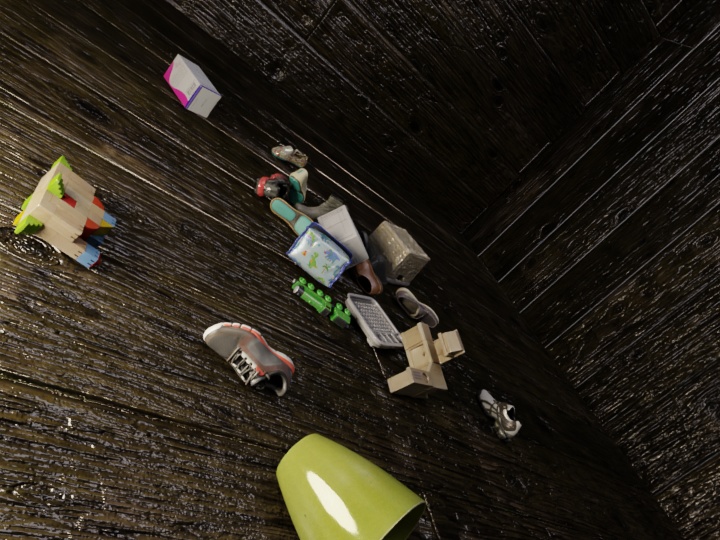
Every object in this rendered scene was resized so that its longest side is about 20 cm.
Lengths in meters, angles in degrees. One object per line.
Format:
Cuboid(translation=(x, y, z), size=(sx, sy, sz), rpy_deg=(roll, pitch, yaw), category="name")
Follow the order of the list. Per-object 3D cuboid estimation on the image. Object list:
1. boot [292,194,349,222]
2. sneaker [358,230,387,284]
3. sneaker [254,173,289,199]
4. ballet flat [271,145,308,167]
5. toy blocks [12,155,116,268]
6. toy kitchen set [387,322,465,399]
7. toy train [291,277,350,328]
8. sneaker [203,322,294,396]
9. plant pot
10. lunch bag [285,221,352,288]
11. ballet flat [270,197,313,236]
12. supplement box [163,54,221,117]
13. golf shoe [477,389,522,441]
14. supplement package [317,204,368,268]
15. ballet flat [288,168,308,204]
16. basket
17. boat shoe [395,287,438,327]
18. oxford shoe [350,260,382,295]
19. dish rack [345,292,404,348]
Cuboid(translation=(-0.139, -0.229, 1.839), size=(0.199, 0.131, 0.068), rpy_deg=(24, 26, -46), category="boot")
Cuboid(translation=(0.043, -0.044, 1.837), size=(0.104, 0.060, 0.202), rpy_deg=(-8, 92, -41), category="sneaker")
Cuboid(translation=(-0.276, -0.280, 1.719), size=(0.097, 0.071, 0.200), rpy_deg=(17, 19, 8), category="sneaker")
Cuboid(translation=(-0.299, -0.499, 2.183), size=(0.076, 0.064, 0.199), rpy_deg=(54, 21, 25), category="ballet flat")
Cuboid(translation=(-0.498, -0.095, 0.893), size=(0.137, 0.100, 0.201), rpy_deg=(45, 15, -38), category="toy blocks")
Cuboid(translation=(0.173, 0.223, 1.406), size=(0.180, 0.163, 0.201), rpy_deg=(23, 44, -47), category="toy kitchen set")
Cuboid(translation=(-0.105, 0.090, 1.381), size=(0.199, 0.042, 0.057), rpy_deg=(37, 31, -23), category="toy train")
Cuboid(translation=(-0.204, 0.170, 0.952), size=(0.199, 0.077, 0.082), rpy_deg=(34, 27, -26), category="sneaker")
Cuboid(translation=(-0.035, 0.358, 0.787), size=(0.200, 0.188, 0.187), rpy_deg=(37, 13, 29), category="plant pot")
Cuboid(translation=(-0.118, -0.049, 1.535), size=(0.170, 0.128, 0.200), rpy_deg=(40, 3, -5), category="lunch bag")
Cuboid(translation=(-0.209, -0.167, 1.671), size=(0.200, 0.069, 0.063), rpy_deg=(43, 5, -7), category="ballet flat")
Cuboid(translation=(-0.604, -0.662, 1.829), size=(0.200, 0.101, 0.103), rpy_deg=(53, 20, 23), category="supplement box")
Cuboid(translation=(0.468, 0.465, 1.698), size=(0.077, 0.095, 0.201), rpy_deg=(27, 24, -38), category="golf shoe")
Cuboid(translation=(-0.061, -0.112, 1.732), size=(0.201, 0.113, 0.110), rpy_deg=(-111, 175, -51), category="supplement package")
Cuboid(translation=(-0.211, -0.294, 1.773), size=(0.069, 0.069, 0.200), rpy_deg=(46, -18, 5), category="ballet flat")
Cuboid(translation=(0.136, -0.067, 2.029), size=(0.198, 0.161, 0.200), rpy_deg=(14, 33, -55), category="basket")
Cuboid(translation=(0.204, 0.147, 1.866), size=(0.200, 0.072, 0.065), rpy_deg=(44, 30, -10), category="boat shoe")
Cuboid(translation=(0.000, 0.000, 1.746), size=(0.200, 0.071, 0.071), rpy_deg=(53, 26, 21), category="oxford shoe")
Cuboid(translation=(0.039, 0.159, 1.525), size=(0.171, 0.044, 0.201), rpy_deg=(14, 35, -55), category="dish rack")
